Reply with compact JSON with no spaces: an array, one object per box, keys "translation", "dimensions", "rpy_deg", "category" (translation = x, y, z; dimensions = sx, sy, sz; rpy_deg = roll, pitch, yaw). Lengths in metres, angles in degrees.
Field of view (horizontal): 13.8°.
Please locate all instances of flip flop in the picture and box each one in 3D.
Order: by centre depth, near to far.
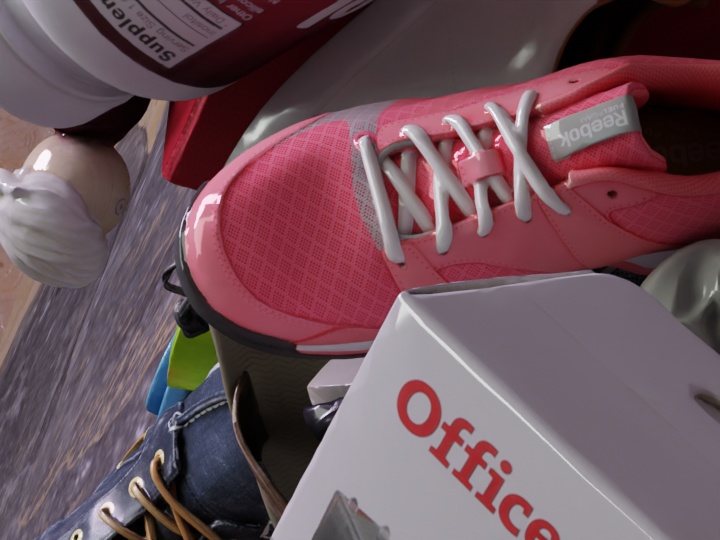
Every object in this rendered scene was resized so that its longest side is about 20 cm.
[{"translation":[-0.004,0.057,0.959],"dimensions":[0.058,0.081,0.201],"rpy_deg":[-81,-24,-53],"category":"flip flop"}]

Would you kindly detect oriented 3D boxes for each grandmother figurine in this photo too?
[{"translation":[-0.086,-0.091,1.067],"dimensions":[0.121,0.060,0.201],"rpy_deg":[2,-74,-72],"category":"grandmother figurine"}]

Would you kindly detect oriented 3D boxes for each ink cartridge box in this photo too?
[{"translation":[0.036,0.121,0.688],"dimensions":[0.147,0.083,0.201],"rpy_deg":[42,118,31],"category":"ink cartridge box"}]

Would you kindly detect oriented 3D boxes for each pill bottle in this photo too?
[{"translation":[-0.040,-0.122,0.910],"dimensions":[0.199,0.113,0.113],"rpy_deg":[-27,35,36],"category":"pill bottle"}]

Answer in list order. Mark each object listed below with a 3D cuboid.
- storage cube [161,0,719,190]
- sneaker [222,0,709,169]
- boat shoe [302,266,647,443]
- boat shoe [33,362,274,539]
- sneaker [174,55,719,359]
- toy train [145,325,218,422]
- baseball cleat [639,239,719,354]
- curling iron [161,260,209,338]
[{"translation":[0.041,-0.112,1.072],"dimensions":[0.200,0.170,0.180],"rpy_deg":[-93,27,-64],"category":"storage cube"},{"translation":[0.027,-0.044,0.942],"dimensions":[0.200,0.085,0.073],"rpy_deg":[-46,-17,23],"category":"sneaker"},{"translation":[0.066,0.030,0.939],"dimensions":[0.074,0.093,0.200],"rpy_deg":[-8,25,48],"category":"boat shoe"},{"translation":[-0.061,0.089,1.075],"dimensions":[0.091,0.071,0.200],"rpy_deg":[-38,-6,-27],"category":"boat shoe"},{"translation":[0.044,-0.031,0.839],"dimensions":[0.087,0.199,0.074],"rpy_deg":[122,133,-69],"category":"sneaker"},{"translation":[-0.022,0.040,1.133],"dimensions":[0.200,0.115,0.085],"rpy_deg":[105,-176,-75],"category":"toy train"},{"translation":[0.076,0.092,0.821],"dimensions":[0.107,0.069,0.201],"rpy_deg":[111,-177,-65],"category":"baseball cleat"},{"translation":[0.000,0.000,1.084],"dimensions":[0.049,0.199,0.026],"rpy_deg":[-30,74,37],"category":"curling iron"}]
